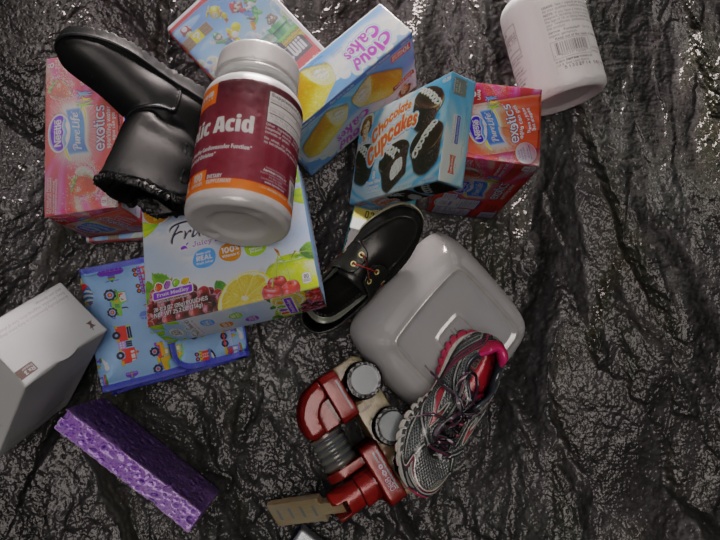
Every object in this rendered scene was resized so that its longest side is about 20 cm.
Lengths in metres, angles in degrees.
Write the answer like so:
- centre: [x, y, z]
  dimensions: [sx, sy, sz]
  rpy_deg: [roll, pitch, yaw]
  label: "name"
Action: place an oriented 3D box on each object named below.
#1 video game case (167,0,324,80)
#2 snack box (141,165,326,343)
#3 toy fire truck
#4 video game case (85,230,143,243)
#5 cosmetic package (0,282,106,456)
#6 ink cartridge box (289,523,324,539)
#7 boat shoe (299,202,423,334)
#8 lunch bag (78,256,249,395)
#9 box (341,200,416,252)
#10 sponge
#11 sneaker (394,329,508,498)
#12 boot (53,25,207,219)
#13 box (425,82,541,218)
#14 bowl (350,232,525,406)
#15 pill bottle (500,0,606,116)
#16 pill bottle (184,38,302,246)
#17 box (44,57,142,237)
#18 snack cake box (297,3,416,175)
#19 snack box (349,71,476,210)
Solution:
- centre: [-0.148, -0.308, 0.870]
  dimensions: [0.143, 0.017, 0.200]
  rpy_deg: [-44, 88, -5]
  label: "video game case"
- centre: [-0.152, -0.022, 0.743]
  dimensions: [0.196, 0.068, 0.171]
  rpy_deg: [-12, 65, 0]
  label: "snack box"
- centre: [-0.038, 0.232, 0.790]
  dimensions: [0.198, 0.129, 0.178]
  rpy_deg: [-31, 86, -16]
  label: "toy fire truck"
- centre: [-0.262, -0.113, 0.827]
  dimensions: [0.196, 0.017, 0.146]
  rpy_deg: [-4, 78, 4]
  label: "video game case"
- centre: [-0.383, 0.118, 0.722]
  dimensions: [0.081, 0.113, 0.200]
  rpy_deg: [43, 128, 2]
  label: "cosmetic package"
- centre: [-0.057, 0.466, 0.792]
  dimensions: [0.199, 0.041, 0.201]
  rpy_deg: [38, 83, 1]
  label: "ink cartridge box"
- centre: [0.002, 0.002, 0.763]
  dimensions: [0.074, 0.063, 0.201]
  rpy_deg: [42, 110, -12]
  label: "boat shoe"
- centre: [-0.240, 0.058, 0.811]
  dimensions: [0.197, 0.094, 0.153]
  rpy_deg: [-13, 82, -16]
  label: "lunch bag"
- centre: [0.025, -0.060, 0.845]
  dimensions: [0.081, 0.049, 0.204]
  rpy_deg: [14, 83, -1]
  label: "box"
- centre: [-0.267, 0.233, 0.769]
  dimensions: [0.199, 0.112, 0.030]
  rpy_deg: [37, 85, 1]
  label: "sponge"
- centre: [0.103, 0.162, 0.720]
  dimensions: [0.080, 0.075, 0.203]
  rpy_deg: [26, 83, -16]
  label: "sneaker"
- centre: [-0.256, -0.158, 0.695]
  dimensions: [0.196, 0.073, 0.165]
  rpy_deg: [23, 60, -30]
  label: "boot"
- centre: [0.147, -0.142, 0.782]
  dimensions: [0.098, 0.200, 0.097]
  rpy_deg: [5, 77, -3]
  label: "box"
- centre: [0.110, 0.080, 0.799]
  dimensions: [0.200, 0.075, 0.200]
  rpy_deg: [-46, 107, -7]
  label: "bowl"
- centre: [0.253, -0.326, 0.852]
  dimensions: [0.112, 0.114, 0.204]
  rpy_deg: [-14, 85, -4]
  label: "pill bottle"
- centre: [-0.123, -0.140, 0.688]
  dimensions: [0.112, 0.114, 0.204]
  rpy_deg: [4, 69, -3]
  label: "pill bottle"
- centre: [-0.323, -0.154, 0.779]
  dimensions: [0.093, 0.103, 0.204]
  rpy_deg: [-6, 79, 3]
  label: "box"
- centre: [-0.021, -0.233, 0.822]
  dimensions: [0.199, 0.115, 0.067]
  rpy_deg: [-41, 69, -6]
  label: "snack cake box"
- centre: [0.054, -0.142, 0.734]
  dimensions: [0.037, 0.199, 0.119]
  rpy_deg: [12, 82, -28]
  label: "snack box"
